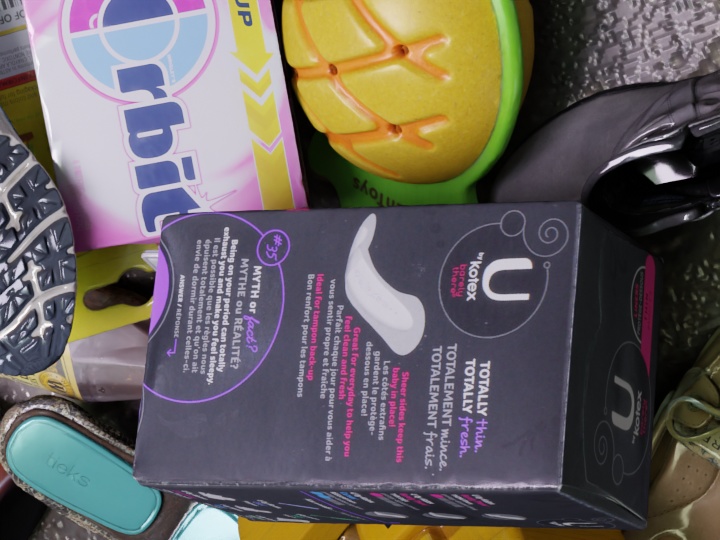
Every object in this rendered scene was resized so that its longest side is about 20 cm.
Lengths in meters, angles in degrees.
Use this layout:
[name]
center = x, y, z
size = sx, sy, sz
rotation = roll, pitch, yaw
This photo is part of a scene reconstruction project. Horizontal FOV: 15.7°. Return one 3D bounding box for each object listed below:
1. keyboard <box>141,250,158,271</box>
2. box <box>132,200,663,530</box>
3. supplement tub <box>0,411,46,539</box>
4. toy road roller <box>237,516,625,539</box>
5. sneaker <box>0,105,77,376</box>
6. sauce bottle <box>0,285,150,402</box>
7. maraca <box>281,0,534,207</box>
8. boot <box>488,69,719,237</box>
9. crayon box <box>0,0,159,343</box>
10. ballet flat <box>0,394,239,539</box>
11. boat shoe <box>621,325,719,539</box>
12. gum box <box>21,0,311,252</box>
[keyboard]
center = 0.000, 0.000, 1.217
size = 0.199, 0.056, 0.011
rotation = 0, 81, 12
[box]
center = 0.018, 0.043, 1.111
size = 0.199, 0.106, 0.123
rotation = -1, 76, 27
[supplement tub]
center = -0.270, 0.089, 1.408
size = 0.199, 0.107, 0.107
rotation = 32, 118, 13
[toy road roller]
center = 0.048, 0.120, 1.220
size = 0.200, 0.122, 0.147
rotation = -49, 44, 32
[sneaker]
center = -0.180, -0.046, 1.215
size = 0.077, 0.086, 0.201
rotation = -24, 84, 4
[sauce bottle]
center = -0.150, 0.033, 1.354
size = 0.199, 0.066, 0.066
rotation = 14, 112, 23
[maraca]
center = 0.020, -0.091, 1.209
size = 0.137, 0.107, 0.201
rotation = 34, 134, 35
[boot]
center = 0.121, -0.044, 1.157
size = 0.199, 0.132, 0.070
rotation = -27, 94, 30
[crayon box]
center = -0.133, -0.073, 1.282
size = 0.126, 0.051, 0.201
rotation = -16, 94, 2
[ballet flat]
center = -0.098, 0.127, 1.352
size = 0.200, 0.075, 0.068
rotation = 36, 102, -1
[boat shoe]
center = 0.164, 0.099, 1.222
size = 0.073, 0.063, 0.201
rotation = 30, 117, 15
[gum box]
center = -0.094, -0.107, 1.219
size = 0.113, 0.066, 0.201
rotation = -10, 94, 1
